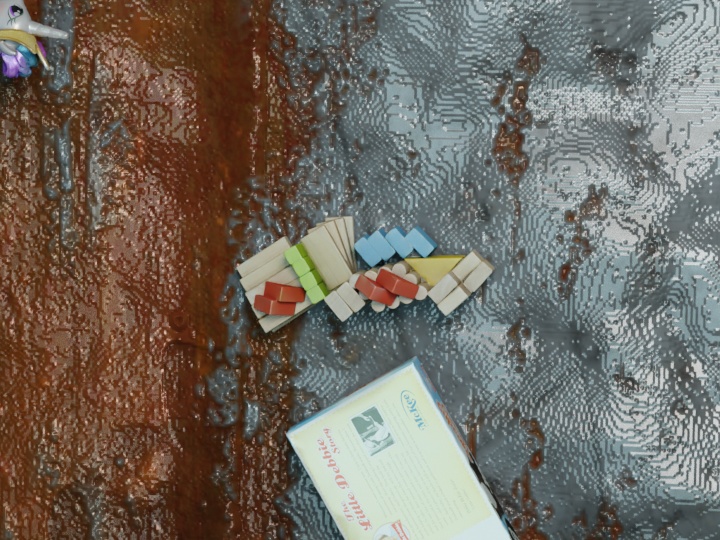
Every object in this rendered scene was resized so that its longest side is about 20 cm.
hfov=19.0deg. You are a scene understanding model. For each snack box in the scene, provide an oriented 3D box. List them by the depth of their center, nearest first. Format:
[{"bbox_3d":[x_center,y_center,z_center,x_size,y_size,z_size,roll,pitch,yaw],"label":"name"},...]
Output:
[{"bbox_3d":[0.041,0.182,1.653,0.116,0.037,0.201,-29,90,10],"label":"snack box"}]

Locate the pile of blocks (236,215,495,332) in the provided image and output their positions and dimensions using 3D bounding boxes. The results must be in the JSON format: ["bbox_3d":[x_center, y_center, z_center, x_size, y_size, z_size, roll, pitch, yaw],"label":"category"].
[{"bbox_3d":[0.000,0.000,1.630,0.198,0.062,0.083,-7,94,9],"label":"pile of blocks"}]

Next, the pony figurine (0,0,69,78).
[{"bbox_3d":[-0.329,-0.222,1.629,0.191,0.167,0.202,-16,77,2],"label":"pony figurine"}]
